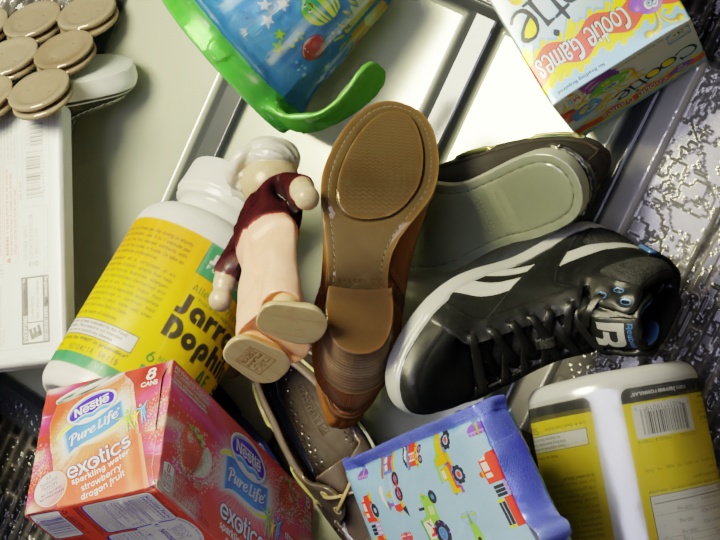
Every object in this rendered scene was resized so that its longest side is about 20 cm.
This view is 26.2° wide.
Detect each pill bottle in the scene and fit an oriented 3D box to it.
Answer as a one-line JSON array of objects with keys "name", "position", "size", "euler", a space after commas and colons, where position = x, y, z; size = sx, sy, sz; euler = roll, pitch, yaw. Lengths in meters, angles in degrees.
[{"name": "pill bottle", "position": [0.177, 0.164, 0.982], "size": [0.112, 0.112, 0.201], "euler": [-13, 81, 24]}, {"name": "pill bottle", "position": [-0.132, 0.023, 1.108], "size": [0.112, 0.113, 0.201], "euler": [20, 68, 25]}]

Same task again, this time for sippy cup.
[{"name": "sippy cup", "position": [-0.052, -0.191, 1.109], "size": [0.130, 0.140, 0.178], "euler": [-41, 97, 7]}]

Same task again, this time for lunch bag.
[{"name": "lunch bag", "position": [0.076, 0.158, 0.923], "size": [0.094, 0.200, 0.151], "euler": [-21, 84, -17]}]

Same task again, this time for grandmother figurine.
[{"name": "grandmother figurine", "position": [-0.061, -0.017, 1.021], "size": [0.121, 0.060, 0.201], "euler": [-37, 34, 26]}]

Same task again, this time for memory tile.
[{"name": "memory tile", "position": [-0.297, -0.161, 1.220], "size": [0.199, 0.017, 0.154], "euler": [-3, 43, 20]}]

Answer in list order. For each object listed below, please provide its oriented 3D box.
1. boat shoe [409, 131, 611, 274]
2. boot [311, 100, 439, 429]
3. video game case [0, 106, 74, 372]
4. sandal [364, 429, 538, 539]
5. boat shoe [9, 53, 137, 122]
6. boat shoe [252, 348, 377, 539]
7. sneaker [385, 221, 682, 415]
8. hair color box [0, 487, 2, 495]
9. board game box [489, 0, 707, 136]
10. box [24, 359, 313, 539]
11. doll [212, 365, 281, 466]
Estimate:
[{"name": "boat shoe", "position": [0.081, -0.047, 1.067], "size": [0.201, 0.061, 0.072], "euler": [-12, 107, 40]}, {"name": "boot", "position": [0.000, 0.000, 1.050], "size": [0.073, 0.155, 0.201], "euler": [13, 65, 1]}, {"name": "video game case", "position": [-0.305, -0.019, 1.181], "size": [0.181, 0.023, 0.201], "euler": [-7, 77, 14]}, {"name": "sandal", "position": [0.056, 0.190, 1.041], "size": [0.200, 0.055, 0.082], "euler": [-44, 92, -2]}, {"name": "boat shoe", "position": [-0.264, -0.123, 1.239], "size": [0.199, 0.071, 0.064], "euler": [-11, 115, 16]}, {"name": "boat shoe", "position": [-0.014, 0.139, 1.102], "size": [0.072, 0.059, 0.201], "euler": [-37, 73, 18]}, {"name": "sneaker", "position": [0.118, 0.035, 0.969], "size": [0.112, 0.200, 0.073], "euler": [22, 138, 51]}, {"name": "hair color box", "position": [-0.359, 0.094, 1.239], "size": [0.061, 0.102, 0.201], "euler": [-24, 76, 1]}, {"name": "board game box", "position": [0.131, -0.206, 1.025], "size": [0.105, 0.103, 0.201], "euler": [-32, 75, 12]}, {"name": "box", "position": [-0.118, 0.155, 1.017], "size": [0.099, 0.200, 0.096], "euler": [-14, 50, 22]}, {"name": "doll", "position": [-0.128, 0.122, 1.163], "size": [0.136, 0.048, 0.200], "euler": [-43, 71, 16]}]
